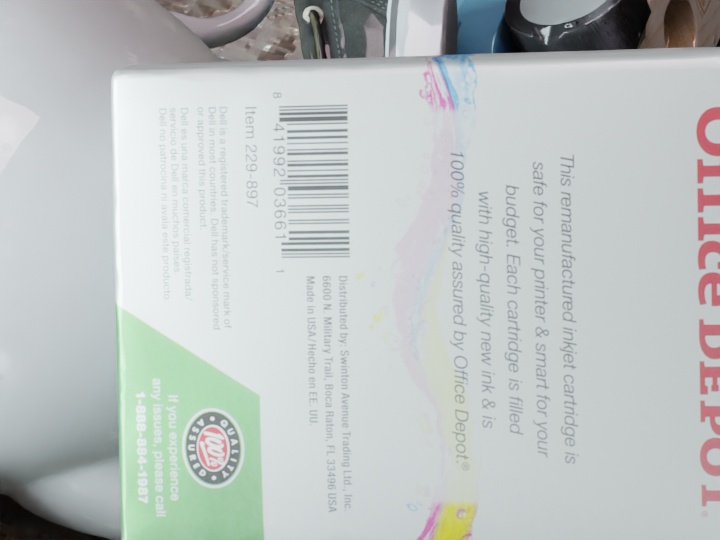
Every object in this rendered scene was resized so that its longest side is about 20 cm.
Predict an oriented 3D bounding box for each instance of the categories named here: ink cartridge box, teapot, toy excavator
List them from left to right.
[{"bbox_3d":[-0.087,-0.019,0.885,0.145,0.201,0.198,1,34,-13],"label":"teapot"},{"bbox_3d":[0.034,0.010,0.756,0.199,0.087,0.146,-1,92,14],"label":"ink cartridge box"},{"bbox_3d":[0.049,-0.109,0.970,0.199,0.100,0.195,0,46,33],"label":"toy excavator"}]

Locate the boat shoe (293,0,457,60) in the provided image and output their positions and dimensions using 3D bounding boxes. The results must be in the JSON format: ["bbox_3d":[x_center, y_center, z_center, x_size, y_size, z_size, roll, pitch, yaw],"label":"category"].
[{"bbox_3d":[0.000,0.000,0.852,0.056,0.069,0.201,2,79,7],"label":"boat shoe"}]
